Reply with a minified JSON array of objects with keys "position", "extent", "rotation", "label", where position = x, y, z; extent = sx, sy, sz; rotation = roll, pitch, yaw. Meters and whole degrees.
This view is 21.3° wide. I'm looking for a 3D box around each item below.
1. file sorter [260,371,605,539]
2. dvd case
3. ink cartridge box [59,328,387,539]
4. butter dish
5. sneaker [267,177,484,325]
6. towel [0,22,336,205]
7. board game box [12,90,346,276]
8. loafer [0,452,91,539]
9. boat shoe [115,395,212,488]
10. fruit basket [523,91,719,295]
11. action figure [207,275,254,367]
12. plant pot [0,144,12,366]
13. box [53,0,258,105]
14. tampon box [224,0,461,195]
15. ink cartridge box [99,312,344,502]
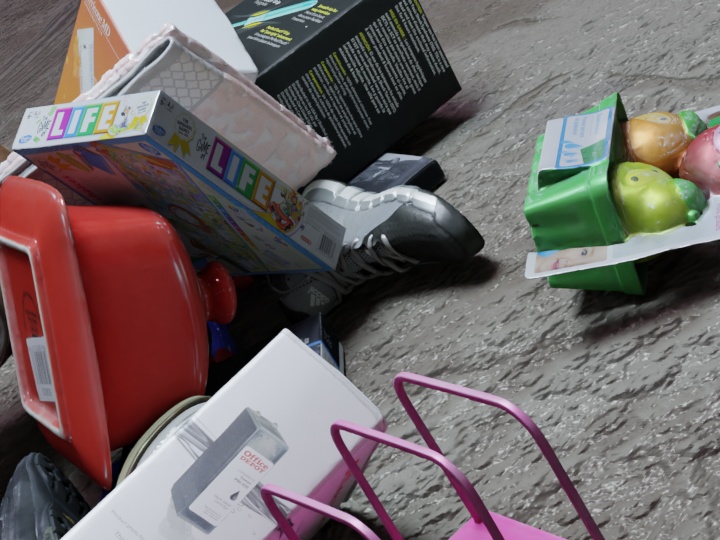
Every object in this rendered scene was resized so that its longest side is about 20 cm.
[{"position":[0.006,0.159,0.938],"extent":[0.200,0.126,0.139],"rotation":[-40,23,-20],"label":"file sorter"},{"position":[-0.039,-0.047,1.568],"extent":[0.150,0.025,0.200],"rotation":[-40,23,-20],"label":"dvd case"},{"position":[-0.088,0.146,1.063],"extent":[0.200,0.085,0.146],"rotation":[-42,-12,-27],"label":"ink cartridge box"},{"position":[-0.155,0.028,1.293],"extent":[0.147,0.200,0.200],"rotation":[-11,9,-21],"label":"butter dish"},{"position":[0.000,0.000,1.378],"extent":[0.116,0.075,0.200],"rotation":[-55,29,-16],"label":"sneaker"},{"position":[-0.146,-0.069,1.402],"extent":[0.200,0.191,0.032],"rotation":[-38,46,16],"label":"towel"},{"position":[-0.123,-0.055,1.322],"extent":[0.134,0.200,0.034],"rotation":[-3,62,40],"label":"board game box"},{"position":[-0.217,0.178,1.264],"extent":[0.070,0.068,0.201],"rotation":[-41,19,2],"label":"loafer"},{"position":[-0.120,0.161,1.180],"extent":[0.068,0.075,0.200],"rotation":[-4,44,44],"label":"boat shoe"},{"position":[0.204,-0.066,1.202],"extent":[0.200,0.094,0.185],"rotation":[-19,25,22],"label":"fruit basket"},{"position":[-0.117,0.032,1.466],"extent":[0.065,0.052,0.200],"rotation":[-32,21,18],"label":"action figure"},{"position":[-0.314,0.009,1.417],"extent":[0.187,0.187,0.200],"rotation":[-32,25,-1],"label":"plant pot"},{"position":[-0.168,-0.110,1.472],"extent":[0.097,0.200,0.124],"rotation":[-4,44,-31],"label":"box"},{"position":[-0.050,-0.155,1.589],"extent":[0.200,0.126,0.150],"rotation":[-38,30,-17],"label":"tampon box"},{"position":[-0.105,0.105,1.314],"extent":[0.200,0.039,0.100],"rotation":[-28,23,10],"label":"ink cartridge box"}]
